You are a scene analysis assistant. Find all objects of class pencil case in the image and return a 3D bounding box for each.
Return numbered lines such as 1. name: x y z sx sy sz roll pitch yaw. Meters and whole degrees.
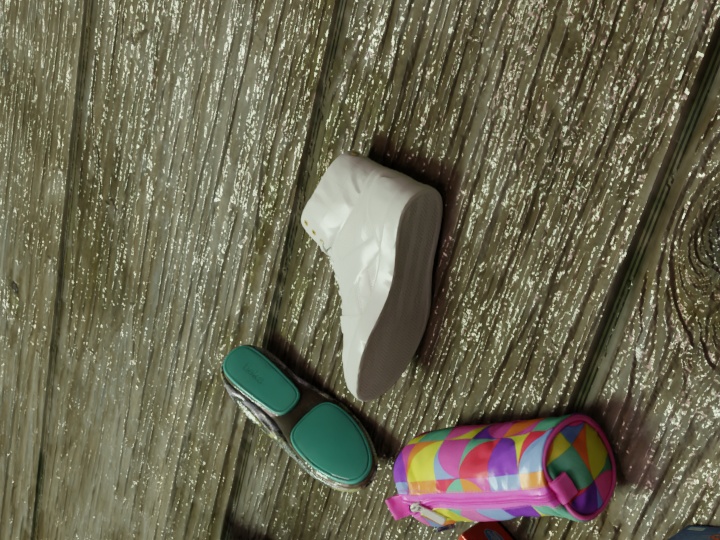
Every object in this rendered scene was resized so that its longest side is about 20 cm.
1. pencil case: 0.111 0.164 1.219 0.199 0.088 0.089 -18 94 51

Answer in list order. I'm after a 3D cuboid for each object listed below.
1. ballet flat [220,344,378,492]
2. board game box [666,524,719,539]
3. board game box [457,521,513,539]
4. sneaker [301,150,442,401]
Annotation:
1. ballet flat: -0.052 0.144 1.423 0.200 0.072 0.073 39 134 30
2. board game box: 0.313 0.254 1.063 0.199 0.034 0.137 -3 105 50
3. board game box: 0.139 0.332 1.300 0.200 0.040 0.154 46 137 25
4. sneaker: 0.000 0.000 1.283 0.115 0.073 0.202 32 120 37
